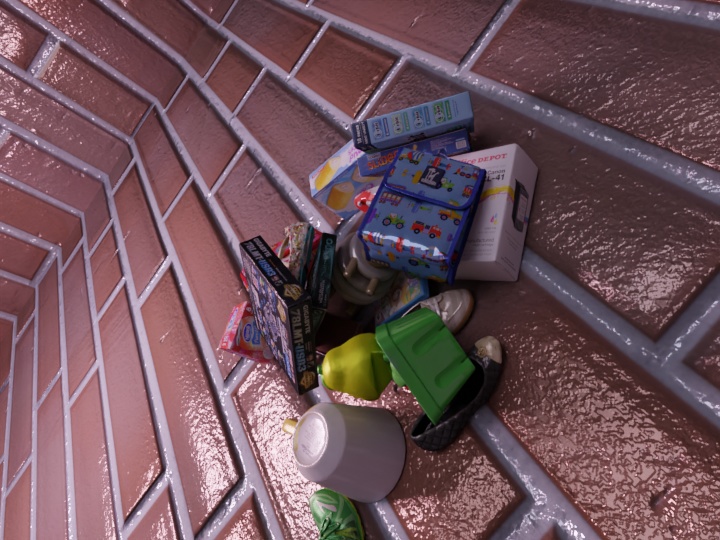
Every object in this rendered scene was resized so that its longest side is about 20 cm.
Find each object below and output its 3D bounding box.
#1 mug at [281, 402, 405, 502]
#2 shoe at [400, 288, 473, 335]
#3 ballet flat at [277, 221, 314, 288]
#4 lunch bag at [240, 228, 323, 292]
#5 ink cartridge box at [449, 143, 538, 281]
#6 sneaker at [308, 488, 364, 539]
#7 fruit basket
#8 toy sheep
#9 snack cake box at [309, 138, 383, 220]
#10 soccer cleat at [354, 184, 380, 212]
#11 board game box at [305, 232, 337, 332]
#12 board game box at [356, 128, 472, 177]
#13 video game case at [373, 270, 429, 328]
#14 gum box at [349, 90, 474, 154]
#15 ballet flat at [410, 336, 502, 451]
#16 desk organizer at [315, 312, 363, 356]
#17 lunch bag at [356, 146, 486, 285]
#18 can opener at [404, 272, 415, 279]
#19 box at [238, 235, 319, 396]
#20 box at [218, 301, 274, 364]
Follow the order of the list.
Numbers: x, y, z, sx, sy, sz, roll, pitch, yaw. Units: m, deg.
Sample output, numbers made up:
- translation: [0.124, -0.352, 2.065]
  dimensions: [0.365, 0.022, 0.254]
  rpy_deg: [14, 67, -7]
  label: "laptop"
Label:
- translation: [-0.043, 0.290, 0.840]
  dimensions: [0.185, 0.152, 0.152]
  rpy_deg: [-31, 50, 28]
  label: "mug"
- translation: [0.104, 0.095, 0.877]
  dimensions: [0.199, 0.053, 0.071]
  rpy_deg: [-40, 46, 22]
  label: "shoe"
- translation: [-0.129, -0.004, 0.985]
  dimensions: [0.062, 0.076, 0.204]
  rpy_deg: [3, 55, 3]
  label: "ballet flat"
- translation: [-0.151, -0.006, 1.099]
  dimensions: [0.198, 0.083, 0.176]
  rpy_deg: [-34, 23, -11]
  label: "lunch bag"
- translation: [0.198, -0.092, 0.867]
  dimensions: [0.145, 0.085, 0.205]
  rpy_deg: [-1, 69, 45]
  label: "ink cartridge box"
- translation: [-0.035, 0.424, 0.810]
  dimensions: [0.075, 0.083, 0.200]
  rpy_deg: [-50, 42, 10]
  label: "sneaker"
- translation: [0.047, 0.146, 0.770]
  dimensions: [0.214, 0.215, 0.157]
  rpy_deg: [-37, 89, 23]
  label: "fruit basket"
- translation: [0.000, 0.000, 0.936]
  dimensions: [0.200, 0.135, 0.141]
  rpy_deg: [-38, 41, 52]
  label: "toy sheep"
- translation: [0.000, -0.208, 1.103]
  dimensions: [0.198, 0.114, 0.068]
  rpy_deg: [-34, 47, 27]
  label: "snack cake box"
- translation: [0.074, -0.157, 1.043]
  dimensions: [0.196, 0.069, 0.087]
  rpy_deg: [-6, 55, 39]
  label: "soccer cleat"
- translation: [-0.080, 0.043, 0.921]
  dimensions: [0.201, 0.027, 0.138]
  rpy_deg: [118, 160, -61]
  label: "board game box"
- translation: [0.104, -0.210, 0.950]
  dimensions: [0.195, 0.135, 0.035]
  rpy_deg: [-11, 96, 17]
  label: "board game box"
- translation: [0.066, -0.010, 0.973]
  dimensions: [0.143, 0.017, 0.204]
  rpy_deg: [-41, 42, 44]
  label: "video game case"
- translation: [0.097, -0.247, 0.902]
  dimensions: [0.195, 0.170, 0.046]
  rpy_deg: [-12, 95, 15]
  label: "gum box"
- translation: [0.148, 0.187, 0.781]
  dimensions: [0.066, 0.056, 0.202]
  rpy_deg: [36, 95, 47]
  label: "ballet flat"
- translation: [-0.060, 0.128, 1.008]
  dimensions: [0.197, 0.071, 0.078]
  rpy_deg: [12, 74, 47]
  label: "desk organizer"
- translation: [0.103, -0.101, 0.816]
  dimensions: [0.147, 0.095, 0.204]
  rpy_deg: [16, 69, 19]
  label: "lunch bag"
- translation: [0.093, -0.083, 0.908]
  dimensions: [0.051, 0.067, 0.204]
  rpy_deg: [15, 58, 3]
  label: "can opener"
- translation: [-0.138, 0.075, 0.893]
  dimensions: [0.049, 0.204, 0.198]
  rpy_deg: [-22, 41, -24]
  label: "box"
- translation: [-0.232, 0.133, 1.104]
  dimensions: [0.199, 0.094, 0.102]
  rpy_deg: [-18, 51, 68]
  label: "box"
